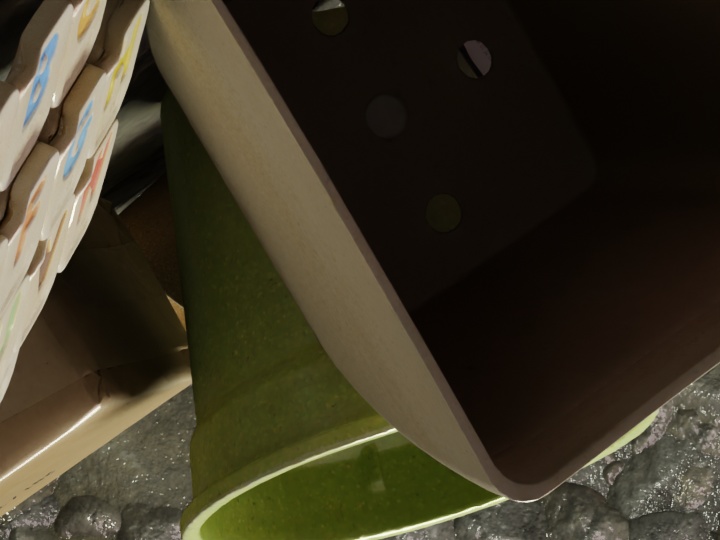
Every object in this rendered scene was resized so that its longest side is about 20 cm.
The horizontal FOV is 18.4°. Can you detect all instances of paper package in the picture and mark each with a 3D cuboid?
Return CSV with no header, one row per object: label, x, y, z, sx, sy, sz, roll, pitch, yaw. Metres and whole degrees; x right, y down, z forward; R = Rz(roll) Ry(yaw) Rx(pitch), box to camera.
paper package,-0.186,0.061,0.928,0.200,0.104,0.191,-34,176,8

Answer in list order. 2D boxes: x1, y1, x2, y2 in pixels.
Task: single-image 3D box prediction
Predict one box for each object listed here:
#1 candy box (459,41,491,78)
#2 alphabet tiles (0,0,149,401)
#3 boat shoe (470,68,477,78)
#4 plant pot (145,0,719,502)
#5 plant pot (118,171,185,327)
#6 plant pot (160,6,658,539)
candy box,0.116,-0.087,0.966,0.071,0.200,0.168,-36,178,23
alphabet tiles,-0.103,0.006,0.628,0.200,0.015,0.196,-68,179,-49
boat shoe,0.074,-0.052,1.011,0.069,0.201,0.074,-9,162,-28
plant pot,0.041,-0.063,0.733,0.200,0.200,0.177,-34,-171,-19
plant pot,-0.004,-0.029,1.103,0.200,0.186,0.186,-52,-179,-9
plant pot,0.000,0.000,0.915,0.200,0.185,0.200,-15,163,-5
